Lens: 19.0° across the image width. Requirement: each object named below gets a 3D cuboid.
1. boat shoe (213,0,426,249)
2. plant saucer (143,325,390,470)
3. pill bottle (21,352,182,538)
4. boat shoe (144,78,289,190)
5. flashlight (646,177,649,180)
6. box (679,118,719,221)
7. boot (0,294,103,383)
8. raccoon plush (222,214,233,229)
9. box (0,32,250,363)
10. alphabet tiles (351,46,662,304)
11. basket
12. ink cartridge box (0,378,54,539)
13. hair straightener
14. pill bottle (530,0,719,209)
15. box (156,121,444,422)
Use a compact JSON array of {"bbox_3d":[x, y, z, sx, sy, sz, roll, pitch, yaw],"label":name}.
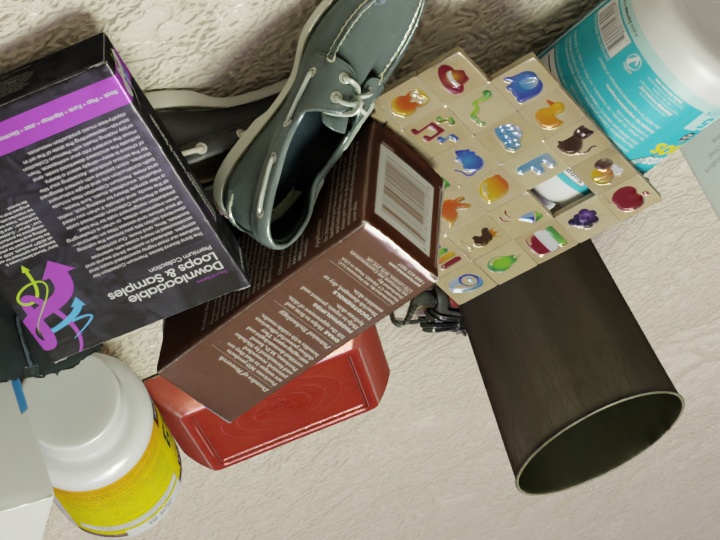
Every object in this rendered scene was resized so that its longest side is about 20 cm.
[{"bbox_3d":[-0.014,-0.100,1.319,0.073,0.062,0.200,23,109,-43],"label":"boat shoe"},{"bbox_3d":[-0.071,0.106,1.829,0.199,0.037,0.200,-21,157,-1],"label":"plant saucer"},{"bbox_3d":[-0.206,0.132,1.672,0.109,0.110,0.200,-20,158,-3],"label":"pill bottle"},{"bbox_3d":[-0.070,-0.082,1.382,0.199,0.061,0.074,-6,152,-33],"label":"boat shoe"},{"bbox_3d":[0.121,-0.064,1.582,0.199,0.068,0.068,-6,143,-37],"label":"flashlight"},{"bbox_3d":[0.353,-0.124,1.502,0.198,0.172,0.200,-10,156,-41],"label":"box"},{"bbox_3d":[-0.195,0.015,1.450,0.197,0.074,0.163,-4,150,-8],"label":"boot"},{"bbox_3d":[-0.043,-0.041,1.471,0.199,0.097,0.134,-6,145,-32],"label":"raccoon plush"},{"bbox_3d":[-0.171,-0.039,1.304,0.142,0.036,0.200,-20,131,11],"label":"box"},{"bbox_3d":[0.079,-0.065,1.417,0.167,0.008,0.200,-28,133,23],"label":"alphabet tiles"},{"bbox_3d":[0.149,0.048,1.685,0.135,0.201,0.181,-14,157,-19],"label":"basket"},{"bbox_3d":[-0.320,0.157,1.575,0.144,0.148,0.200,-13,156,-21],"label":"ink cartridge box"},{"bbox_3d":[0.101,0.043,1.835,0.199,0.041,0.077,-4,151,-37],"label":"hair straightener"},{"bbox_3d":[0.167,-0.115,1.458,0.110,0.111,0.200,5,146,-47],"label":"pill bottle"},{"bbox_3d":[-0.039,0.004,1.400,0.200,0.101,0.075,-33,123,31],"label":"box"}]
